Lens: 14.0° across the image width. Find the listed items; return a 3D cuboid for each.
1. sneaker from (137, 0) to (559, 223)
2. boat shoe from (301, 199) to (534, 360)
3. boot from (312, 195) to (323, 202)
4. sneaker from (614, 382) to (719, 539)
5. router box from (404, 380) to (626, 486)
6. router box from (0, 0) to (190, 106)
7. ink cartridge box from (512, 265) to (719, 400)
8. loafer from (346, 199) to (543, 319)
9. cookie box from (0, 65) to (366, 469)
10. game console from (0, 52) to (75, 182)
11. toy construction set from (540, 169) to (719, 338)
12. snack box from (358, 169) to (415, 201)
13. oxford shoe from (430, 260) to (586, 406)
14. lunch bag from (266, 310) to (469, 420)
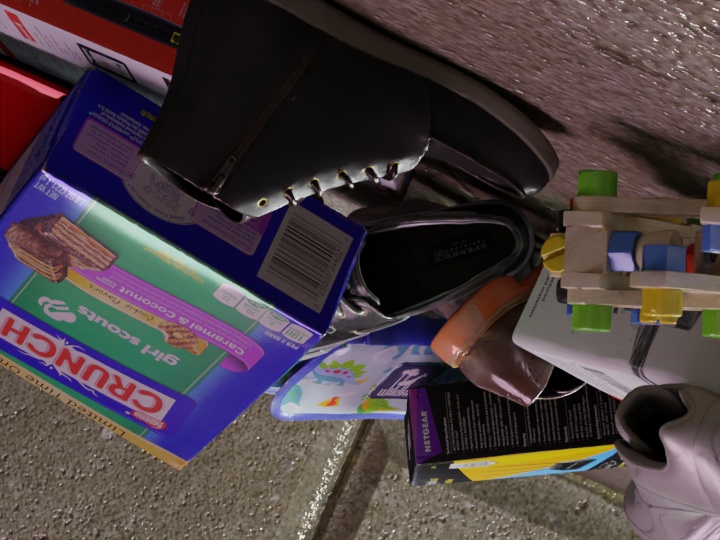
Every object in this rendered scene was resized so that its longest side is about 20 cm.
[{"bbox_3d":[-0.008,-0.056,1.362,0.200,0.106,0.075,26,174,-23],"label":"sneaker"},{"bbox_3d":[0.000,0.000,1.662,0.200,0.072,0.071,-21,176,3],"label":"boat shoe"},{"bbox_3d":[-0.106,-0.087,1.803,0.200,0.075,0.097,28,153,11],"label":"boot"},{"bbox_3d":[0.159,0.089,1.442,0.092,0.076,0.200,33,164,-6],"label":"sneaker"},{"bbox_3d":[0.103,0.096,1.792,0.149,0.051,0.200,-5,172,0],"label":"router box"},{"bbox_3d":[-0.131,-0.125,1.521,0.179,0.049,0.200,23,174,5],"label":"router box"},{"bbox_3d":[0.200,0.043,1.541,0.144,0.084,0.200,28,173,-32],"label":"ink cartridge box"},{"bbox_3d":[0.073,0.006,1.785,0.200,0.072,0.063,30,171,-38],"label":"loafer"},{"bbox_3d":[-0.117,0.004,1.549,0.171,0.075,0.200,31,147,-11],"label":"cookie box"},{"bbox_3d":[-0.128,-0.078,1.611,0.200,0.119,0.172,24,-149,2],"label":"game console"},{"bbox_3d":[0.161,0.002,1.348,0.131,0.092,0.200,0,162,35],"label":"toy construction set"},{"bbox_3d":[-0.065,-0.094,1.663,0.200,0.024,0.072,23,173,8],"label":"snack box"},{"bbox_3d":[0.107,0.040,1.683,0.073,0.071,0.200,45,-155,11],"label":"oxford shoe"},{"bbox_3d":[0.007,0.033,1.891,0.170,0.128,0.200,2,-179,-30],"label":"lunch bag"}]
